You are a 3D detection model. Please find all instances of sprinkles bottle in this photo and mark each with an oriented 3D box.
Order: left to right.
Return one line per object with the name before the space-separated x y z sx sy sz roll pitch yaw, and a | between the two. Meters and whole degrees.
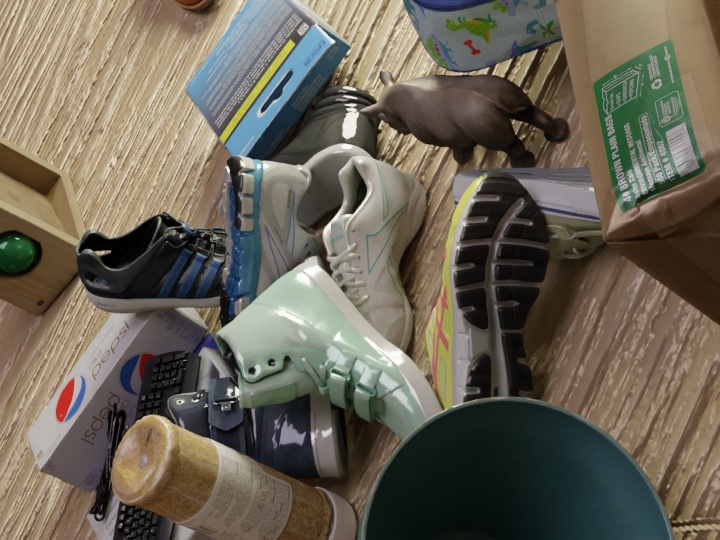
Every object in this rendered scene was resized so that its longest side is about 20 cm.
sprinkles bottle | -0.091 0.173 1.129 0.068 0.199 0.069 -26 49 34

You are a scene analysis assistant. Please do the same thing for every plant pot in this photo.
plant pot | 0.084 0.197 0.954 0.135 0.198 0.202 117 164 -65

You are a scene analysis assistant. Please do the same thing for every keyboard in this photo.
keyboard | -0.197 0.170 1.330 0.126 0.021 0.202 -20 52 41

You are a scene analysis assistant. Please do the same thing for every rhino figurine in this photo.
rhino figurine | 0.069 -0.129 1.229 0.199 0.087 0.060 13 76 51

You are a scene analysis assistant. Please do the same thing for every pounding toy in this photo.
pounding toy | -0.413 -0.039 1.632 0.142 0.183 0.201 -46 40 17

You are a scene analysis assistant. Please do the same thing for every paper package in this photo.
paper package | 0.224 -0.083 0.946 0.103 0.190 0.202 -31 48 32

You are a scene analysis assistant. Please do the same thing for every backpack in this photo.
backpack | 0.116 -0.268 1.177 0.198 0.147 0.184 -24 47 11

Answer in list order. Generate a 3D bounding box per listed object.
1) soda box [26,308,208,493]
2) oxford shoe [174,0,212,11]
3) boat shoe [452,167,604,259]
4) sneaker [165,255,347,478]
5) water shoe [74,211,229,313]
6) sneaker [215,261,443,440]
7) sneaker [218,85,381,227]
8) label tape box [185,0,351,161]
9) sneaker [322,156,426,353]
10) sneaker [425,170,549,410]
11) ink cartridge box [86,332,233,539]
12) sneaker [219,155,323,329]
soda box | -0.233 0.108 1.434 0.201 0.063 0.068 -53 34 7
oxford shoe | -0.213 -0.351 1.700 0.072 0.071 0.200 -52 40 7
boat shoe | 0.152 -0.041 1.113 0.199 0.072 0.063 8 109 48
sneaker | -0.086 0.081 1.236 0.144 0.077 0.204 -8 53 9
water shoe | -0.159 -0.012 1.355 0.198 0.079 0.072 -12 42 2
sneaker | -0.025 0.094 1.134 0.118 0.074 0.200 -34 60 -20
sneaker | -0.049 -0.099 1.368 0.199 0.071 0.100 -24 38 43
label tape box | -0.081 -0.181 1.435 0.144 0.066 0.200 -52 34 9
sneaker | 0.000 0.000 1.234 0.070 0.080 0.202 -16 58 40
sneaker | 0.080 0.027 1.101 0.090 0.077 0.203 -166 81 -65
ink cartridge box | -0.166 0.173 1.341 0.200 0.040 0.200 -55 38 8
sneaker | -0.075 0.000 1.304 0.075 0.086 0.202 -131 43 -59
